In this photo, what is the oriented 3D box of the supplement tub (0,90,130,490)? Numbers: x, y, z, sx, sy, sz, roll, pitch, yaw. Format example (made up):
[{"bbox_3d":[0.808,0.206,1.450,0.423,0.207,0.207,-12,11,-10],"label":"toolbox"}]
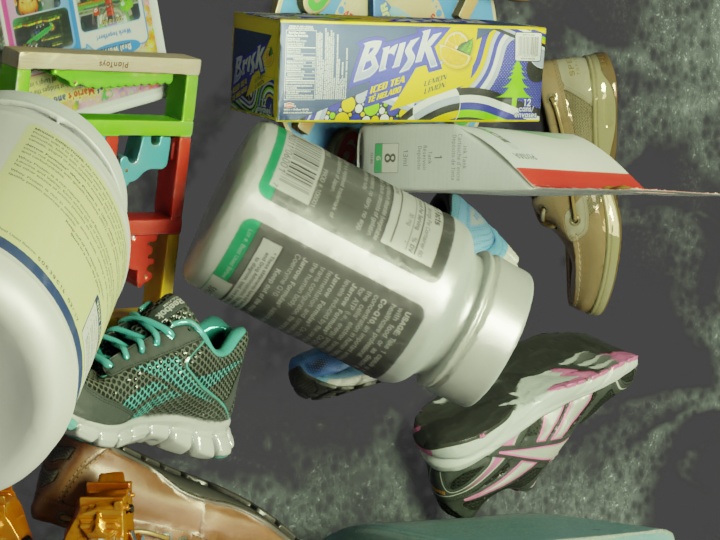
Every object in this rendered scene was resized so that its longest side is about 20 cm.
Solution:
[{"bbox_3d":[-0.196,0.004,0.918,0.201,0.144,0.146,-80,150,-61],"label":"supplement tub"}]

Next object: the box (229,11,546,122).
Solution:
[{"bbox_3d":[0.019,-0.130,1.162,0.198,0.070,0.065,-2,102,-30],"label":"box"}]

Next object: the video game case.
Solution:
[{"bbox_3d":[-0.206,-0.168,1.037,0.199,0.024,0.184,-21,109,-38],"label":"video game case"}]

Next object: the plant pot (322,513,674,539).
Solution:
[{"bbox_3d":[0.065,0.256,1.209,0.195,0.199,0.198,3,93,-40],"label":"plant pot"}]

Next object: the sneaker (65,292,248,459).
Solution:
[{"bbox_3d":[-0.135,0.054,1.072,0.199,0.077,0.092,14,97,-60],"label":"sneaker"}]

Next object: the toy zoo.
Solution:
[{"bbox_3d":[-0.163,-0.030,1.077,0.130,0.020,0.202,-4,108,-42],"label":"toy zoo"}]

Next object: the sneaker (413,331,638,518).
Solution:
[{"bbox_3d":[0.119,0.114,1.332,0.199,0.080,0.087,-23,122,-28],"label":"sneaker"}]

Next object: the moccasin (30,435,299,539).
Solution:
[{"bbox_3d":[-0.113,0.165,1.125,0.201,0.073,0.078,30,79,-38],"label":"moccasin"}]

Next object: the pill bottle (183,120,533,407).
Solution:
[{"bbox_3d":[0.000,0.000,1.128,0.199,0.113,0.114,28,76,-11],"label":"pill bottle"}]

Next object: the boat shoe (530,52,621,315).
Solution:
[{"bbox_3d":[0.154,-0.062,1.341,0.064,0.071,0.202,-5,110,-5],"label":"boat shoe"}]

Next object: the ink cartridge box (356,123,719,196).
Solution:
[{"bbox_3d":[0.122,-0.071,1.170,0.160,0.198,0.051,-2,92,-55],"label":"ink cartridge box"}]

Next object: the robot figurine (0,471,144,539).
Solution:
[{"bbox_3d":[-0.176,0.218,1.058,0.143,0.058,0.202,1,108,3],"label":"robot figurine"}]

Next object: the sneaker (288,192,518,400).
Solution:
[{"bbox_3d":[0.016,0.015,1.235,0.200,0.078,0.090,-39,100,-34],"label":"sneaker"}]

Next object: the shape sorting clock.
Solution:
[{"bbox_3d":[0.019,-0.149,1.223,0.199,0.039,0.202,-6,99,-40],"label":"shape sorting clock"}]
